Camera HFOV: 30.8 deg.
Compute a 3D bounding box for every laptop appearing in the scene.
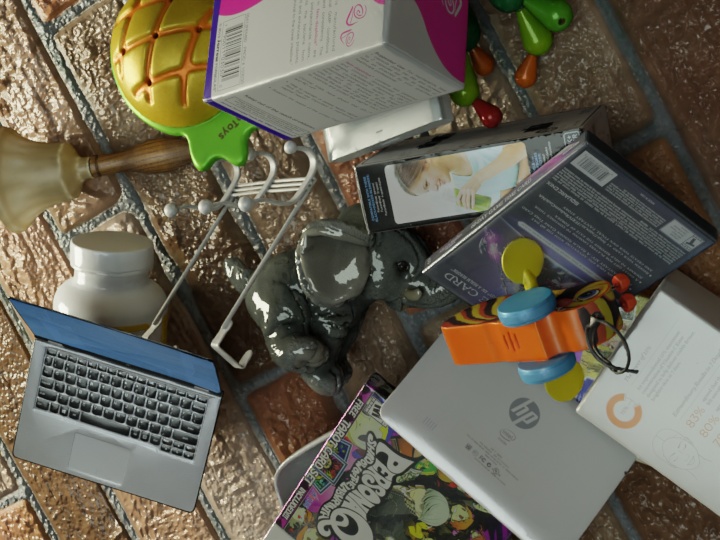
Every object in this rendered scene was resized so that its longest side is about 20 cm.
[{"bbox_3d":[-0.227,0.126,1.172,0.184,0.116,0.203,17,107,3],"label":"laptop"}]

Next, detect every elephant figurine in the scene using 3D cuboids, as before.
[{"bbox_3d":[0.000,0.000,1.168,0.154,0.142,0.200,32,111,-30],"label":"elephant figurine"}]

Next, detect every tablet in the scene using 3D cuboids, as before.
[{"bbox_3d":[0.128,0.140,1.125,0.199,0.130,0.014,40,158,9],"label":"tablet"}]

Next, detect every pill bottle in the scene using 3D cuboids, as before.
[{"bbox_3d":[-0.245,0.069,1.277,0.110,0.112,0.203,10,106,18],"label":"pill bottle"}]

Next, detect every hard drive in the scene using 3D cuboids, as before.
[{"bbox_3d":[0.006,-0.208,1.115,0.131,0.026,0.203,-16,83,41],"label":"hard drive"}]

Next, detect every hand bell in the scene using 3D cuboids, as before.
[{"bbox_3d":[-0.248,-0.101,1.264,0.197,0.104,0.106,-7,101,10],"label":"hand bell"}]

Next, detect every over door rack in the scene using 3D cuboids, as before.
[{"bbox_3d":[-0.126,-0.019,1.155,0.147,0.066,0.203,-1,65,54],"label":"over door rack"}]

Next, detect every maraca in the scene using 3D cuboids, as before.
[{"bbox_3d":[-0.148,-0.180,1.171,0.137,0.107,0.200,-46,69,11],"label":"maraca"}]

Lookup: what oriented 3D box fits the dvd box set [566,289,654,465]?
[{"bbox_3d":[0.237,0.088,1.139,0.197,0.029,0.149,17,108,17],"label":"dvd box set"}]

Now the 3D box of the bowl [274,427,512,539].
[{"bbox_3d":[0.039,0.225,1.227,0.198,0.075,0.202,-26,93,25],"label":"bowl"}]

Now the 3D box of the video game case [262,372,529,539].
[{"bbox_3d":[0.030,0.224,1.172,0.180,0.036,0.201,37,112,8],"label":"video game case"}]

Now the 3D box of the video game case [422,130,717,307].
[{"bbox_3d":[0.164,-0.015,1.053,0.142,0.019,0.200,33,134,-20],"label":"video game case"}]

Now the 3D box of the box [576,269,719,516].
[{"bbox_3d":[0.295,0.111,1.052,0.199,0.097,0.125,36,111,10],"label":"box"}]

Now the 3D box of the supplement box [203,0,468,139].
[{"bbox_3d":[-0.020,-0.185,1.039,0.198,0.103,0.103,-10,69,43],"label":"supplement box"}]

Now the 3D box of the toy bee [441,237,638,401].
[{"bbox_3d":[0.164,0.046,1.033,0.199,0.108,0.133,25,133,42],"label":"toy bee"}]

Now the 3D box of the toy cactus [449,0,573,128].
[{"bbox_3d":[0.100,-0.237,1.087,0.164,0.102,0.202,34,121,21],"label":"toy cactus"}]

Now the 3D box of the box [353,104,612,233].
[{"bbox_3d":[0.107,-0.086,1.102,0.197,0.117,0.061,-8,103,21],"label":"box"}]
